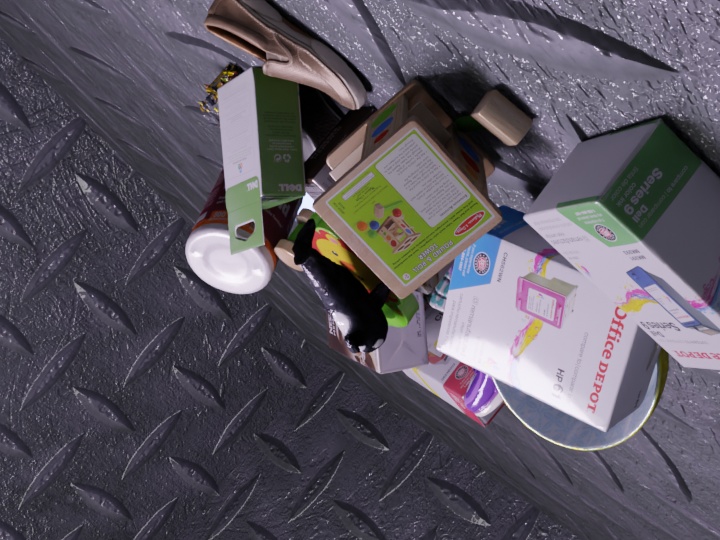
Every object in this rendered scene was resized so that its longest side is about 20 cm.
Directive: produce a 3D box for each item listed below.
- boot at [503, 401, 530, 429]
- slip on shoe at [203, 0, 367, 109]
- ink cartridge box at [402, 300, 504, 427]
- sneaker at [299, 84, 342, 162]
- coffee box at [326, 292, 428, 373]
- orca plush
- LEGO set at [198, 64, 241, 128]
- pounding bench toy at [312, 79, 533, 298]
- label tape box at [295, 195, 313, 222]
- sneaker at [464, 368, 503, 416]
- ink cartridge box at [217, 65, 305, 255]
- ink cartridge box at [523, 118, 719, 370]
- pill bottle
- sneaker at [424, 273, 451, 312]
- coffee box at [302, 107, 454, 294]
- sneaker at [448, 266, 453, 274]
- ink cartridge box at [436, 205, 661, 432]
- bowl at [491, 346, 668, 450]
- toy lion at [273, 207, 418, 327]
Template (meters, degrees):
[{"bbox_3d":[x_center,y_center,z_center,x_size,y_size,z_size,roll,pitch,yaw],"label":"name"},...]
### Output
[{"bbox_3d":[0.258,0.140,1.355,0.071,0.144,0.201,44,169,-31],"label":"boot"},{"bbox_3d":[-0.082,-0.234,1.213,0.200,0.061,0.076,40,170,0],"label":"slip on shoe"},{"bbox_3d":[0.151,0.119,1.662,0.200,0.145,0.083,28,164,50],"label":"ink cartridge box"},{"bbox_3d":[-0.052,-0.169,1.390,0.200,0.073,0.085,58,166,-26],"label":"sneaker"},{"bbox_3d":[0.019,0.070,1.614,0.200,0.079,0.114,-164,67,-68],"label":"coffee box"},{"bbox_3d":[-0.005,0.018,1.242,0.201,0.071,0.105,60,-169,-32],"label":"orca plush"},{"bbox_3d":[-0.158,-0.181,1.570,0.154,0.116,0.200,28,164,51],"label":"LEGO set"},{"bbox_3d":[0.073,-0.107,1.052,0.124,0.200,0.156,45,-159,-16],"label":"pounding bench toy"},{"bbox_3d":[-0.030,-0.062,1.604,0.143,0.066,0.200,40,-168,-1],"label":"label tape box"},{"bbox_3d":[0.154,0.081,1.369,0.083,0.201,0.081,8,-163,-7],"label":"sneaker"},{"bbox_3d":[-0.113,-0.124,1.279,0.059,0.201,0.104,-2,176,-30],"label":"ink cartridge box"},{"bbox_3d":[0.247,-0.013,0.876,0.200,0.088,0.145,40,170,-10],"label":"ink cartridge box"},{"bbox_3d":[-0.138,-0.079,1.418,0.113,0.201,0.115,11,139,9],"label":"pill bottle"},{"bbox_3d":[0.131,0.028,1.590,0.091,0.078,0.200,35,-179,-26],"label":"sneaker"},{"bbox_3d":[0.033,-0.082,1.305,0.200,0.113,0.080,44,169,-18],"label":"coffee box"},{"bbox_3d":[0.164,0.049,1.437,0.080,0.084,0.200,29,165,47],"label":"sneaker"},{"bbox_3d":[0.187,0.042,1.075,0.199,0.145,0.084,24,-153,29],"label":"ink cartridge box"},{"bbox_3d":[0.241,0.076,1.167,0.200,0.201,0.107,36,-148,24],"label":"bowl"},{"bbox_3d":[0.000,0.000,1.312,0.200,0.069,0.191,46,161,-30],"label":"toy lion"}]
